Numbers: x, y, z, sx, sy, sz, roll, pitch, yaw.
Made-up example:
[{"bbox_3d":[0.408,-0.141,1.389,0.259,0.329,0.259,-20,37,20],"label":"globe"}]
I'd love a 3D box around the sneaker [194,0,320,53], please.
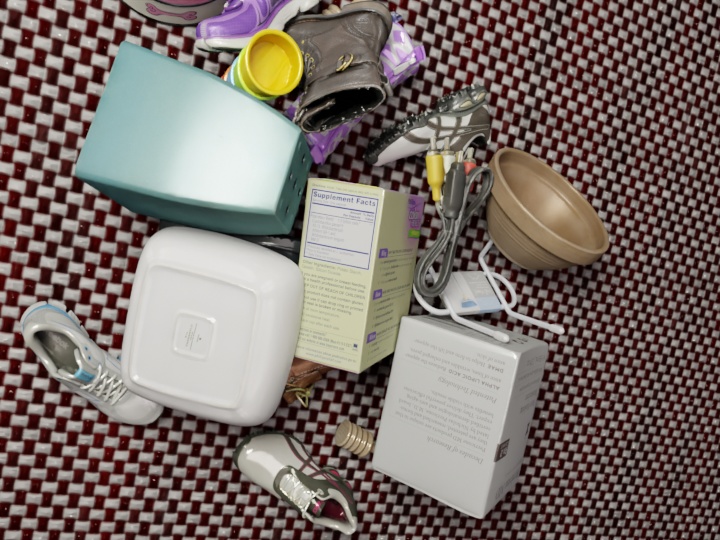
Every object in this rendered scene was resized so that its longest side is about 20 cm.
[{"bbox_3d":[-0.118,-0.308,0.688,0.201,0.079,0.085,-53,138,-32],"label":"sneaker"}]

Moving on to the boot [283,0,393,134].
[{"bbox_3d":[-0.049,-0.213,0.677,0.070,0.195,0.178,52,35,-39],"label":"boot"}]

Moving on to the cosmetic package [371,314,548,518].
[{"bbox_3d":[0.135,0.177,0.821,0.163,0.161,0.207,2,101,-59],"label":"cosmetic package"}]

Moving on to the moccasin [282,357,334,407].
[{"bbox_3d":[-0.097,0.143,0.801,0.196,0.074,0.080,-12,80,-19],"label":"moccasin"}]

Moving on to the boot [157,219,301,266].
[{"bbox_3d":[-0.160,0.033,0.750,0.193,0.076,0.174,6,95,-1],"label":"boot"}]

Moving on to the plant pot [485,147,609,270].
[{"bbox_3d":[0.242,-0.070,0.869,0.197,0.204,0.093,22,129,-22],"label":"plant pot"}]

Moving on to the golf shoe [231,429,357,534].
[{"bbox_3d":[-0.080,0.284,0.832,0.198,0.088,0.078,34,88,-20],"label":"golf shoe"}]

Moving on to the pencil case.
[{"bbox_3d":[-0.008,-0.223,0.777,0.200,0.085,0.084,-45,147,-6],"label":"pencil case"}]

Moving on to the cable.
[{"bbox_3d":[0.116,-0.066,0.801,0.095,0.050,0.207,8,95,-27],"label":"cable"}]

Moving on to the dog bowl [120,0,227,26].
[{"bbox_3d":[-0.205,-0.385,0.684,0.194,0.074,0.207,-4,101,-20],"label":"dog bowl"}]

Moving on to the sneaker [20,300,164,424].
[{"bbox_3d":[-0.312,0.122,0.719,0.200,0.086,0.075,43,82,-22],"label":"sneaker"}]

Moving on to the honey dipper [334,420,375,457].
[{"bbox_3d":[0.047,0.278,0.909,0.198,0.038,0.039,35,86,-26],"label":"honey dipper"}]

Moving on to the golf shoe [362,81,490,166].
[{"bbox_3d":[0.099,-0.172,0.831,0.196,0.078,0.097,-28,108,-13],"label":"golf shoe"}]

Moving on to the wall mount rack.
[{"bbox_3d":[0.174,0.035,0.837,0.196,0.177,0.075,-2,143,-36],"label":"wall mount rack"}]

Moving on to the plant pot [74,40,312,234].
[{"bbox_3d":[-0.158,-0.118,0.656,0.194,0.141,0.145,17,82,6],"label":"plant pot"}]

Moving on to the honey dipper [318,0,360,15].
[{"bbox_3d":[0.015,-0.349,0.782,0.199,0.038,0.038,-40,110,-9],"label":"honey dipper"}]

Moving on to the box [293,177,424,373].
[{"bbox_3d":[0.000,0.000,0.759,0.094,0.175,0.207,11,98,20],"label":"box"}]

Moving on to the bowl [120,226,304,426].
[{"bbox_3d":[-0.169,0.064,0.673,0.194,0.075,0.206,14,94,5],"label":"bowl"}]

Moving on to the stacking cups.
[{"bbox_3d":[-0.119,-0.202,0.676,0.059,0.199,0.063,-1,93,-23],"label":"stacking cups"}]
